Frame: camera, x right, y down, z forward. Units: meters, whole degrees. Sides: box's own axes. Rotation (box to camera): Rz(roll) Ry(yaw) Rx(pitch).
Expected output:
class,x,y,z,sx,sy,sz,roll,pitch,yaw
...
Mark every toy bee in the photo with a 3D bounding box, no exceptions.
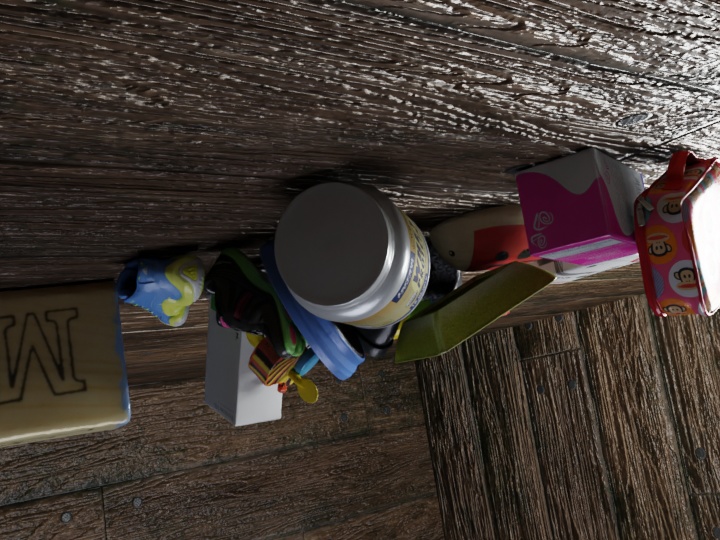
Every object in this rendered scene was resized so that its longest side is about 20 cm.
class,x,y,z,sx,sy,sz,roll,pitch,yaw
toy bee,-0.095,0.131,1.165,0.198,0.131,0.109,14,120,-50

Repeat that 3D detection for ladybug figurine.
class,x,y,z,sx,sy,sz,roll,pitch,yaw
ladybug figurine,0.195,-0.044,1.191,0.195,0.074,0.136,-9,170,-8

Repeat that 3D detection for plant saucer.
class,x,y,z,sx,sy,sz,roll,pitch,yaw
plant saucer,0.143,0.051,1.173,0.197,0.049,0.200,-31,180,-18

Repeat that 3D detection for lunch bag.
class,x,y,z,sx,sy,sz,roll,pitch,yaw
lunch bag,0.398,-0.054,1.034,0.081,0.180,0.199,-5,-163,39

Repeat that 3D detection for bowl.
class,x,y,z,sx,sy,sz,roll,pitch,yaw
bowl,-0.058,0.044,1.090,0.039,0.203,0.201,-32,168,5

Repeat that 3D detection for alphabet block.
class,x,y,z,sx,sy,sz,roll,pitch,yaw
alphabet block,-0.443,0.137,1.205,0.196,0.201,0.195,-5,168,-24

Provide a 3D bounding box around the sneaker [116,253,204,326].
class,x,y,z,sx,sy,sz,roll,pitch,yaw
sneaker,-0.272,0.021,1.129,0.103,0.078,0.200,7,157,-20

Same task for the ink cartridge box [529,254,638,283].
class,x,y,z,sx,sy,sz,roll,pitch,yaw
ink cartridge box,0.357,-0.039,1.352,0.145,0.085,0.198,-2,167,-44

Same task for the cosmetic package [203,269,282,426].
class,x,y,z,sx,sy,sz,roll,pitch,yaw
cosmetic package,-0.165,0.108,1.239,0.083,0.205,0.107,-2,-167,-38

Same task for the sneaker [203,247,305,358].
class,x,y,z,sx,sy,sz,roll,pitch,yaw
sneaker,-0.135,0.053,1.070,0.084,0.200,0.077,-42,138,-6

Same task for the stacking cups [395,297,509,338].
class,x,y,z,sx,sy,sz,roll,pitch,yaw
stacking cups,0.130,0.060,1.317,0.195,0.062,0.061,-13,171,2

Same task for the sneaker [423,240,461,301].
class,x,y,z,sx,sy,sz,roll,pitch,yaw
sneaker,0.127,0.008,1.368,0.070,0.084,0.202,3,137,10

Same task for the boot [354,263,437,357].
class,x,y,z,sx,sy,sz,roll,pitch,yaw
boot,0.000,0.000,1.192,0.076,0.199,0.170,-29,154,-51

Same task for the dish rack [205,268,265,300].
class,x,y,z,sx,sy,sz,roll,pitch,yaw
dish rack,-0.146,0.031,1.363,0.195,0.045,0.172,-12,169,5

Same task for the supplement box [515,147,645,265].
class,x,y,z,sx,sy,sz,roll,pitch,yaw
supplement box,0.276,-0.071,1.030,0.102,0.104,0.199,-14,169,30

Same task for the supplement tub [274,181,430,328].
class,x,y,z,sx,sy,sz,roll,pitch,yaw
supplement tub,-0.006,-0.014,0.932,0.141,0.148,0.200,-12,171,13

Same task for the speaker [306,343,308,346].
class,x,y,z,sx,sy,sz,roll,pitch,yaw
speaker,-0.030,0.057,1.350,0.087,0.090,0.201,-3,149,-34
